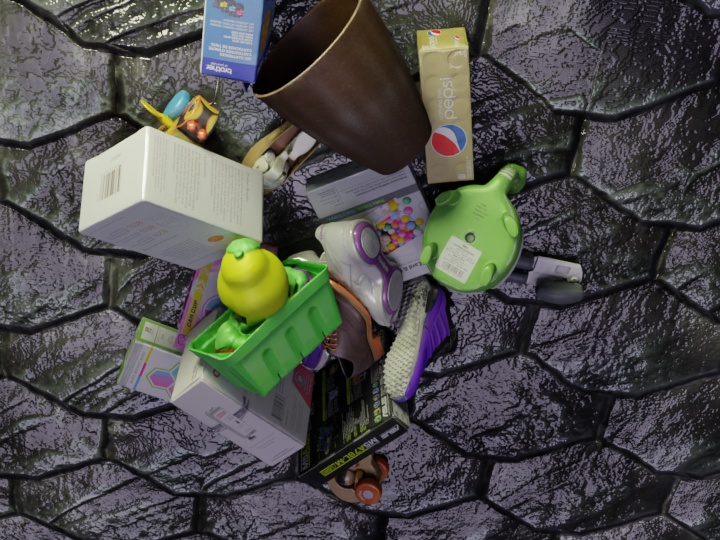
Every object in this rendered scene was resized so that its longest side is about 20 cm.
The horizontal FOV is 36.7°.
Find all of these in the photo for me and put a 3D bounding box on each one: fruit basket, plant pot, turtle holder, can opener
[{"bbox_3d":[-0.143,0.042,1.478,0.214,0.155,0.218,-3,96,-32],"label":"fruit basket"},{"bbox_3d":[-0.004,-0.223,1.386,0.186,0.188,0.200,-35,118,22],"label":"plant pot"},{"bbox_3d":[0.163,-0.059,1.532,0.139,0.132,0.188,-1,84,16],"label":"turtle holder"},{"bbox_3d":[0.240,0.004,1.620,0.198,0.067,0.054,11,124,-8],"label":"can opener"}]

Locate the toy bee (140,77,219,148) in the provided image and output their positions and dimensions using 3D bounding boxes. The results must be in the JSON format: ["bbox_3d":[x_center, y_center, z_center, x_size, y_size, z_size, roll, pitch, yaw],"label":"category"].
[{"bbox_3d":[-0.234,-0.200,1.454,0.130,0.109,0.201,20,124,-13],"label":"toy bee"}]

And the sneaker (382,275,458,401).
[{"bbox_3d":[0.102,0.111,1.628,0.099,0.202,0.069,29,151,-27],"label":"sneaker"}]

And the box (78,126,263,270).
[{"bbox_3d":[-0.252,-0.092,1.461,0.151,0.108,0.199,-19,153,40],"label":"box"}]

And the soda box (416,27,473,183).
[{"bbox_3d":[0.116,-0.221,1.465,0.067,0.064,0.202,-4,126,3],"label":"soda box"}]

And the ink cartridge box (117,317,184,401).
[{"bbox_3d":[-0.276,0.160,1.732,0.198,0.060,0.104,21,127,-14],"label":"ink cartridge box"}]

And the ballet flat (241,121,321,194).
[{"bbox_3d":[-0.107,-0.164,1.506,0.068,0.063,0.200,34,119,-21],"label":"ballet flat"}]

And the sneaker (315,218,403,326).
[{"bbox_3d":[0.000,0.000,1.583,0.099,0.075,0.201,3,135,32],"label":"sneaker"}]

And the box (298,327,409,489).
[{"bbox_3d":[-0.015,0.212,1.686,0.193,0.201,0.047,-38,121,23],"label":"box"}]

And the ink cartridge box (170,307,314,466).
[{"bbox_3d":[-0.171,0.172,1.611,0.199,0.147,0.083,38,126,-26],"label":"ink cartridge box"}]

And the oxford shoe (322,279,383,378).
[{"bbox_3d":[-0.026,0.088,1.601,0.073,0.071,0.201,-45,135,-18],"label":"oxford shoe"}]

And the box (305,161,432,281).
[{"bbox_3d":[0.029,-0.070,1.586,0.154,0.041,0.201,-18,124,14],"label":"box"}]

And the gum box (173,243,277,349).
[{"bbox_3d":[-0.207,0.046,1.651,0.112,0.066,0.201,15,124,-11],"label":"gum box"}]

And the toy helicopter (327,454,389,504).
[{"bbox_3d":[-0.043,0.313,1.850,0.131,0.079,0.201,-15,114,22],"label":"toy helicopter"}]

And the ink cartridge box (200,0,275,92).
[{"bbox_3d":[-0.148,-0.326,1.346,0.075,0.137,0.202,11,125,-2],"label":"ink cartridge box"}]

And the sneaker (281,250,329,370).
[{"bbox_3d":[-0.092,0.062,1.650,0.083,0.081,0.202,-12,119,-11],"label":"sneaker"}]
